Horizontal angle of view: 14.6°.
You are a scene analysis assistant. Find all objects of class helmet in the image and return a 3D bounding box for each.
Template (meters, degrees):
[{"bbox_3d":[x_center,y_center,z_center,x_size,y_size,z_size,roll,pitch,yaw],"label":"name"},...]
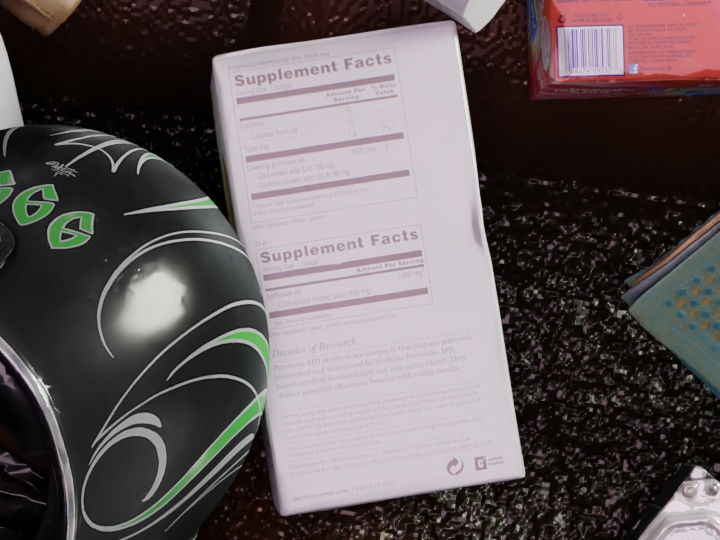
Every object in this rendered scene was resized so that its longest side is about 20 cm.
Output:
[{"bbox_3d":[-0.129,0.038,1.152,0.199,0.191,0.201,13,119,24],"label":"helmet"}]

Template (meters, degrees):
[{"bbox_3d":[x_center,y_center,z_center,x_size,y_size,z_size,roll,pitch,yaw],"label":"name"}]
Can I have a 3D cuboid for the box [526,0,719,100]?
[{"bbox_3d":[0.176,-0.132,1.272,0.198,0.095,0.100,-2,89,-3],"label":"box"}]

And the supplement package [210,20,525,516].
[{"bbox_3d":[0.000,0.000,1.251,0.109,0.114,0.201,-9,88,-4],"label":"supplement package"}]

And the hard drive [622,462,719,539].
[{"bbox_3d":[0.143,0.208,1.291,0.140,0.038,0.200,40,86,-2],"label":"hard drive"}]

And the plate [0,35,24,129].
[{"bbox_3d":[-0.234,0.004,1.240,0.199,0.032,0.201,-14,114,-4],"label":"plate"}]

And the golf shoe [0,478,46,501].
[{"bbox_3d":[-0.094,0.155,1.256,0.199,0.088,0.078,18,86,-4],"label":"golf shoe"}]

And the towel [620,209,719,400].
[{"bbox_3d":[0.236,-0.005,1.259,0.200,0.022,0.147,-40,114,13],"label":"towel"}]

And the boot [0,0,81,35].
[{"bbox_3d":[-0.196,-0.219,1.267,0.199,0.066,0.176,33,49,-19],"label":"boot"}]

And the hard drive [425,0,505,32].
[{"bbox_3d":[0.017,-0.207,1.250,0.200,0.026,0.132,36,87,31],"label":"hard drive"}]
